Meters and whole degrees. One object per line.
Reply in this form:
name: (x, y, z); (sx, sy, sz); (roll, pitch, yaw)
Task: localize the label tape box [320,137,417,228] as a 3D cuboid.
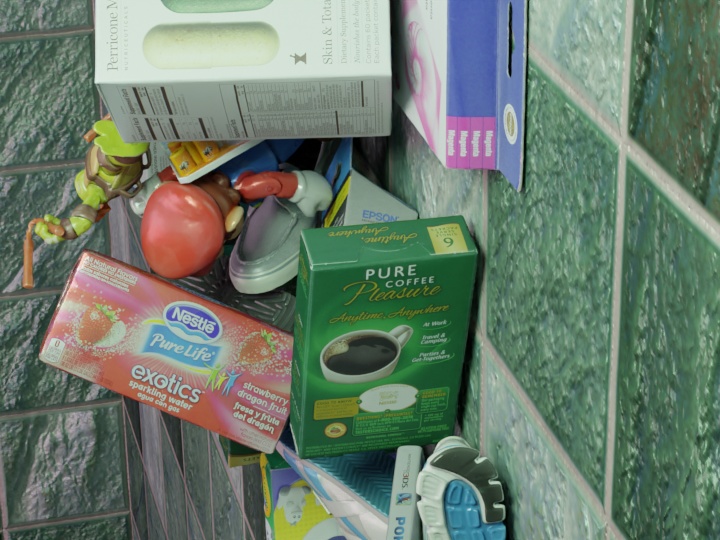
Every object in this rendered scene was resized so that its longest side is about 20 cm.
label tape box: (0.000, 0.000, 1.665); (0.144, 0.063, 0.200); (123, 155, -71)

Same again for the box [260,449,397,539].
box: (-0.022, 0.250, 1.811); (0.048, 0.117, 0.200); (-126, 30, -66)

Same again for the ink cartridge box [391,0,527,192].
ink cartridge box: (0.061, -0.175, 1.384); (0.200, 0.043, 0.196); (-120, 26, -63)

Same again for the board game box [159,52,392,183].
board game box: (-0.080, -0.160, 1.667); (0.026, 0.200, 0.200); (60, 178, -27)

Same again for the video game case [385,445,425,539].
video game case: (0.042, 0.263, 1.535); (0.182, 0.022, 0.200); (-81, -16, -48)

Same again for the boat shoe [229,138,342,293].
boat shoe: (-0.067, -0.064, 1.760); (0.201, 0.070, 0.072); (-64, -35, -44)

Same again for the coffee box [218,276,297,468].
coffee box: (-0.070, 0.091, 1.929); (0.044, 0.123, 0.200); (-116, 24, -47)

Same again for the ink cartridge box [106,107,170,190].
ink cartridge box: (-0.137, -0.164, 1.956); (0.076, 0.200, 0.137); (37, 137, 45)

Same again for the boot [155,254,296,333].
boot: (-0.083, 0.075, 1.820); (0.165, 0.066, 0.200); (30, 162, 36)

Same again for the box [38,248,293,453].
box: (-0.145, 0.062, 1.635); (0.100, 0.200, 0.096); (-164, 97, -83)

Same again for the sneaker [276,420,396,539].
sneaker: (-0.009, 0.176, 1.705); (0.200, 0.076, 0.081); (40, 143, 42)

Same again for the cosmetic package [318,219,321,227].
cosmetic package: (-0.088, -0.116, 1.903); (0.085, 0.108, 0.200); (-133, 37, -52)

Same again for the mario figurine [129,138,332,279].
mario figurine: (-0.103, -0.062, 1.669); (0.106, 0.200, 0.123); (51, 148, -18)

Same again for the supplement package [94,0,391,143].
supplement package: (-0.079, -0.183, 1.466); (0.151, 0.200, 0.152); (85, -177, -78)

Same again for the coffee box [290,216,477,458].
coffee box: (0.014, 0.050, 1.503); (0.044, 0.123, 0.200); (-106, 14, -45)

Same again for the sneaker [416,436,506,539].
sneaker: (0.078, 0.213, 1.495); (0.087, 0.075, 0.200); (-93, 1, -78)

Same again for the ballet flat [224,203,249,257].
ballet flat: (-0.128, -0.043, 1.850); (0.064, 0.067, 0.200); (59, 151, 31)

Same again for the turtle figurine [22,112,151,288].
turtle figurine: (-0.200, -0.081, 1.633); (0.200, 0.064, 0.161); (-63, 6, -29)
